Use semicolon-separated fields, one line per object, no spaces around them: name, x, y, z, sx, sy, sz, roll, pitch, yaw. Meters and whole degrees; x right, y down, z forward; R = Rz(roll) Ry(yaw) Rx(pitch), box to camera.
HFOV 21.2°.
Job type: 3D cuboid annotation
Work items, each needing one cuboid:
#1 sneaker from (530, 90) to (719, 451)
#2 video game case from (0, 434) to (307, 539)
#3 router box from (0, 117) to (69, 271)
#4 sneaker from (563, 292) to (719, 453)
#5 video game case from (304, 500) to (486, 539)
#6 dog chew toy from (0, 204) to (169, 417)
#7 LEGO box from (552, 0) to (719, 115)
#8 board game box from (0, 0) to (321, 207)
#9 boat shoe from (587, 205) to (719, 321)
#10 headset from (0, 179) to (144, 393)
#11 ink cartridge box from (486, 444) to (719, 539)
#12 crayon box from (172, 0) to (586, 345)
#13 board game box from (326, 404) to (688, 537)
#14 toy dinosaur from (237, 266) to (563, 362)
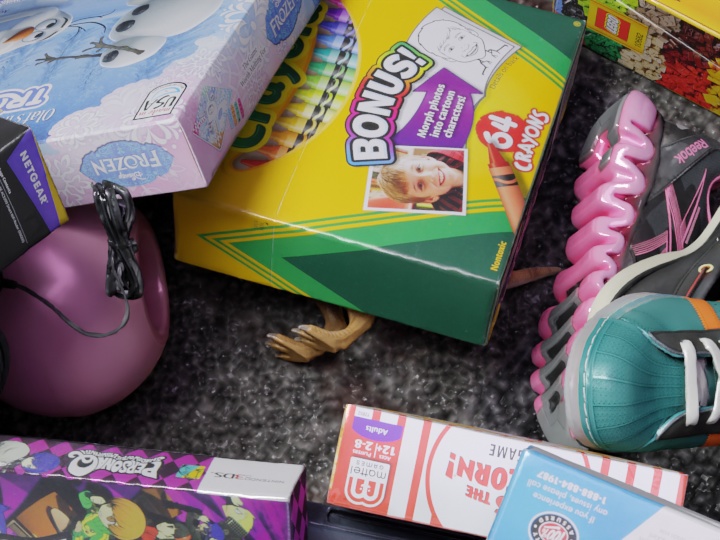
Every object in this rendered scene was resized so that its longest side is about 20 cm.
sneaker;0.152;0.007;1.019;0.095;0.079;0.202;20;73;-13
video game case;-0.112;0.176;0.890;0.179;0.202;0.036;5;23;11
router box;-0.252;-0.021;0.861;0.199;0.053;0.157;20;49;43
sneaker;0.174;0.044;0.861;0.079;0.199;0.072;0;93;44
video game case;0.024;0.178;0.904;0.198;0.144;0.019;11;34;5
dog chew toy;-0.202;0.022;0.996;0.198;0.125;0.126;-10;68;6
LEGO box;0.220;-0.198;1.089;0.148;0.077;0.201;29;72;13
board game box;-0.135;-0.103;0.993;0.198;0.044;0.200;-7;35;26
boat shoe;0.198;0.003;0.983;0.063;0.074;0.201;16;35;40
headset;-0.198;0.012;0.877;0.198;0.095;0.124;-9;37;-12
ink cartridge box;0.081;0.184;0.766;0.114;0.068;0.202;22;89;7
crayon box;0.013;-0.072;1.025;0.171;0.059;0.201;16;51;7
board game box;0.070;0.102;0.906;0.150;0.200;0.047;11;85;7
toy dinosaur;0.000;0.000;1.026;0.198;0.061;0.107;21;69;9
